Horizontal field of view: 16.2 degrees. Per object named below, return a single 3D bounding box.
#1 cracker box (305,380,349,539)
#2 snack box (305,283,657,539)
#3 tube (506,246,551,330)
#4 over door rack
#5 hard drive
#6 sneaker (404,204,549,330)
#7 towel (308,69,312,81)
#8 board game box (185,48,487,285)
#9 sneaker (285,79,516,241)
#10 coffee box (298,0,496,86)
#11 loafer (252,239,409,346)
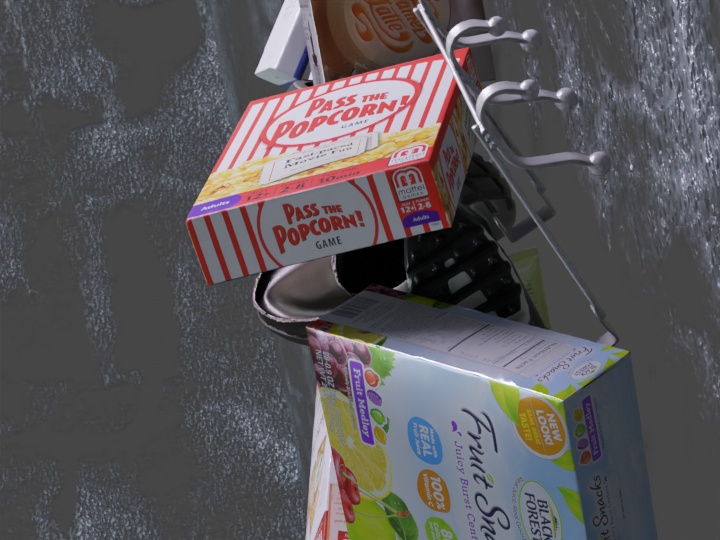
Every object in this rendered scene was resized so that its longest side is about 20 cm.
[{"bbox_3d":[-0.003,0.138,1.745,0.134,0.057,0.201,105,169,-58],"label":"cracker box"},{"bbox_3d":[0.071,0.111,1.465,0.200,0.068,0.169,13,124,41],"label":"snack box"},{"bbox_3d":[0.104,0.089,1.610,0.058,0.052,0.201,-14,-92,-58],"label":"tube"},{"bbox_3d":[0.099,-0.066,1.440,0.148,0.066,0.200,-110,-2,-53],"label":"over door rack"},{"bbox_3d":[-0.021,-0.230,1.808,0.132,0.025,0.200,-164,97,-82],"label":"hard drive"},{"bbox_3d":[0.085,0.045,1.545,0.200,0.066,0.091,58,-175,-8],"label":"sneaker"},{"bbox_3d":[-0.025,-0.140,1.835,0.153,0.023,0.201,-126,52,-76],"label":"towel"},{"bbox_3d":[-0.010,-0.065,1.530,0.200,0.151,0.046,-70,-36,-65],"label":"board game box"},{"bbox_3d":[0.023,-0.059,1.710,0.200,0.075,0.079,33,115,36],"label":"sneaker"},{"bbox_3d":[0.012,-0.213,1.655,0.080,0.114,0.201,-139,39,-81],"label":"coffee box"},{"bbox_3d":[0.000,0.000,1.682,0.071,0.200,0.073,39,-125,-40],"label":"loafer"}]
